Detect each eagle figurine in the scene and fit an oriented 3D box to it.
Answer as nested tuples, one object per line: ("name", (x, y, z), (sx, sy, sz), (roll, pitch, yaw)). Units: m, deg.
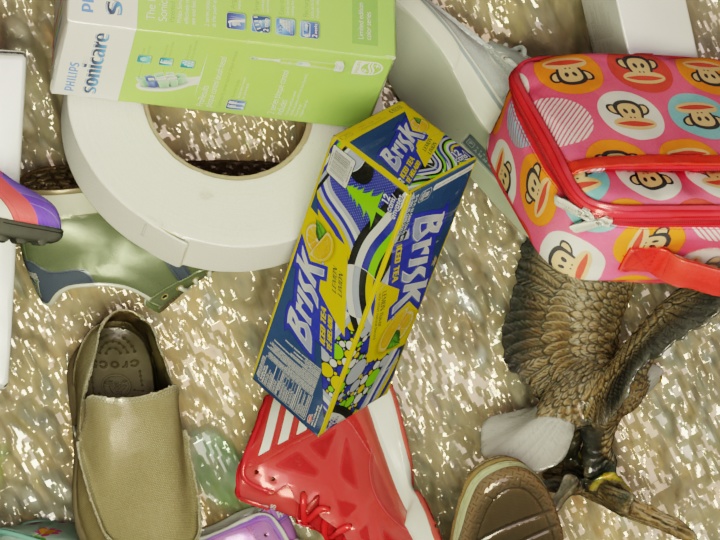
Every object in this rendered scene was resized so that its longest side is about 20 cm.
("eagle figurine", (0.165, 0.053, 1.674), (0.151, 0.151, 0.201), (13, 100, 0))

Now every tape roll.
("tape roll", (-0.085, -0.094, 1.619), (0.202, 0.037, 0.203), (6, 63, -12))

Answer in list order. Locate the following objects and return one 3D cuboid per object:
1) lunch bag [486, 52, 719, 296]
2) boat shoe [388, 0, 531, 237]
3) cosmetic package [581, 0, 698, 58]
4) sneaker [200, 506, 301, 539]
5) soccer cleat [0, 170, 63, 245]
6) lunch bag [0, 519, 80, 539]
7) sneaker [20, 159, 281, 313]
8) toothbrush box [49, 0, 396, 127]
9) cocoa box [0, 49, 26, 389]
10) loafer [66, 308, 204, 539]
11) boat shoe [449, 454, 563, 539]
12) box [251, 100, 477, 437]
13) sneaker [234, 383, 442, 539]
("lunch bag", (0.189, -0.052, 1.588), (0.199, 0.176, 0.082), (-1, 133, -22))
("boat shoe", (0.087, -0.107, 1.685), (0.071, 0.070, 0.201), (-39, 90, -34))
("cosmetic package", (0.166, -0.221, 1.683), (0.050, 0.083, 0.201), (-14, 95, -11))
("sneaker", (-0.025, 0.202, 1.669), (0.200, 0.073, 0.115), (1, 89, -10))
("soccer cleat", (-0.259, -0.067, 1.486), (0.199, 0.068, 0.073), (18, 85, -6))
("lunch bag", (-0.162, 0.247, 1.616), (0.199, 0.077, 0.161), (13, 95, 15))
("sneaker", (-0.119, -0.019, 1.653), (0.199, 0.067, 0.090), (-2, 110, -17))
("toothbrush box", (-0.083, -0.178, 1.593), (0.199, 0.086, 0.146), (6, 60, -13))
("cocoa box", (-0.275, -0.035, 1.583), (0.131, 0.133, 0.201), (3, 91, -10))
("loafer", (-0.142, 0.106, 1.592), (0.076, 0.068, 0.200), (-7, 51, -17))
("boat shoe", (0.086, 0.186, 1.650), (0.071, 0.076, 0.201), (-10, 127, -9))
("box", (0.000, 0.000, 1.577), (0.064, 0.200, 0.070), (39, 42, 21))
("sneaker", (-0.017, 0.163, 1.639), (0.115, 0.078, 0.201), (-10, 61, -15))
